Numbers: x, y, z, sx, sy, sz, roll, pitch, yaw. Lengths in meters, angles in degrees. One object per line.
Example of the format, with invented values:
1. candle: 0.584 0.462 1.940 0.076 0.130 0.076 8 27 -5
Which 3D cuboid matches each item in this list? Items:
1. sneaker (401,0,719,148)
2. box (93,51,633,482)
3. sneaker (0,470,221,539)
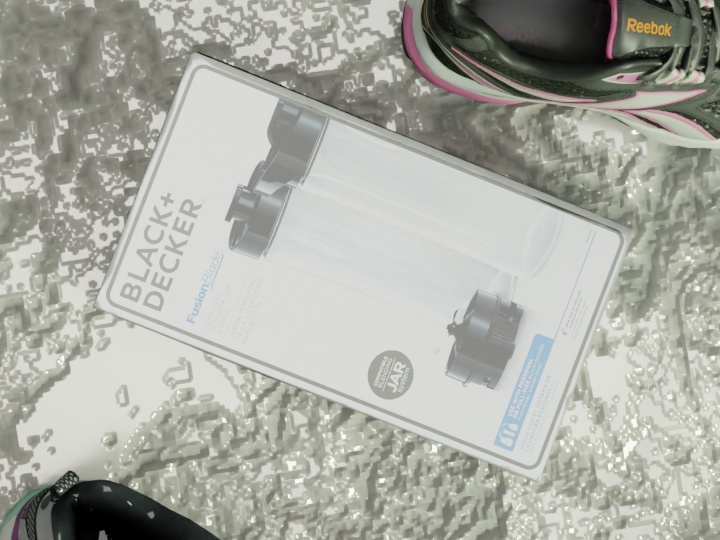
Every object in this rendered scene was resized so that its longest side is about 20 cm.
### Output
1. sneaker: 0.118 -0.093 0.764 0.198 0.086 0.081 0 91 -3
2. box: 0.000 0.000 0.772 0.199 0.060 0.117 23 89 -2
3. sneaker: -0.064 0.160 0.723 0.200 0.140 0.078 45 64 -2
